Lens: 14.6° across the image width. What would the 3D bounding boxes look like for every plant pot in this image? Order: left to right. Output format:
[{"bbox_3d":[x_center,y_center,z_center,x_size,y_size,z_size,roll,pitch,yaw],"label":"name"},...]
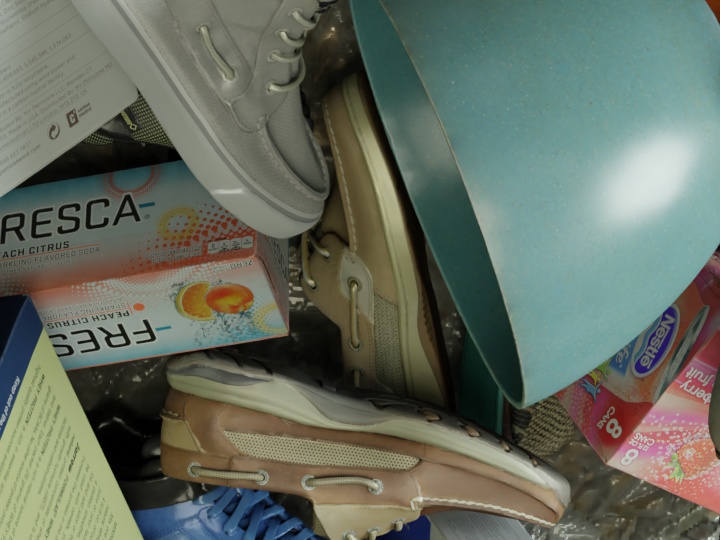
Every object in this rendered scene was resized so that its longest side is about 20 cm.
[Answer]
[{"bbox_3d":[0.092,-0.059,1.202,0.134,0.200,0.201,-22,117,-5],"label":"plant pot"}]

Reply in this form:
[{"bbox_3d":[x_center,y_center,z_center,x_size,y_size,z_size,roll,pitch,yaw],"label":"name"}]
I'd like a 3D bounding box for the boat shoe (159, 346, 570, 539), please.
[{"bbox_3d":[-0.001,0.093,1.320,0.199,0.076,0.072,16,93,2],"label":"boat shoe"}]

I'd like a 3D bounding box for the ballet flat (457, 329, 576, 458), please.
[{"bbox_3d":[0.082,0.006,1.371,0.075,0.068,0.201,-20,125,-22],"label":"ballet flat"}]

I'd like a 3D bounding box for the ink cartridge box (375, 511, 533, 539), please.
[{"bbox_3d":[0.056,0.163,1.358,0.044,0.200,0.095,-9,118,-18],"label":"ink cartridge box"}]

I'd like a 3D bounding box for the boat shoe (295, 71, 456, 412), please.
[{"bbox_3d":[0.000,0.000,1.346,0.064,0.072,0.201,-8,123,7],"label":"boat shoe"}]

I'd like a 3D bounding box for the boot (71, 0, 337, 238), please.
[{"bbox_3d":[-0.043,-0.097,1.202,0.095,0.074,0.200,-22,133,21],"label":"boot"}]

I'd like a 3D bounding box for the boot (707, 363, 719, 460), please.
[{"bbox_3d":[0.198,-0.030,1.193,0.200,0.070,0.147,-54,146,-24],"label":"boot"}]

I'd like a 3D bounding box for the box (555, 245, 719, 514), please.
[{"bbox_3d":[0.193,0.060,1.357,0.199,0.095,0.103,26,111,-38],"label":"box"}]

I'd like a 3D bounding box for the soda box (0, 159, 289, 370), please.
[{"bbox_3d":[-0.135,0.002,1.301,0.199,0.069,0.064,-9,141,9],"label":"soda box"}]

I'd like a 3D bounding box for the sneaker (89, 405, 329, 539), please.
[{"bbox_3d":[-0.059,0.124,1.362,0.199,0.077,0.112,13,117,27],"label":"sneaker"}]

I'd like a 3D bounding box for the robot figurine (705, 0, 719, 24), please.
[{"bbox_3d":[0.211,-0.121,1.288,0.144,0.117,0.200,35,105,-22],"label":"robot figurine"}]

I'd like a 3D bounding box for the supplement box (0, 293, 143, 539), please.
[{"bbox_3d":[-0.196,0.155,1.244,0.133,0.201,0.201,-7,128,19],"label":"supplement box"}]

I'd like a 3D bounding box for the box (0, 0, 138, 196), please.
[{"bbox_3d":[-0.194,-0.145,1.202,0.097,0.124,0.201,-38,125,-37],"label":"box"}]

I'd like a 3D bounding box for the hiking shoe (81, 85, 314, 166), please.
[{"bbox_3d":[-0.111,-0.106,1.275,0.101,0.076,0.200,-39,115,8],"label":"hiking shoe"}]
